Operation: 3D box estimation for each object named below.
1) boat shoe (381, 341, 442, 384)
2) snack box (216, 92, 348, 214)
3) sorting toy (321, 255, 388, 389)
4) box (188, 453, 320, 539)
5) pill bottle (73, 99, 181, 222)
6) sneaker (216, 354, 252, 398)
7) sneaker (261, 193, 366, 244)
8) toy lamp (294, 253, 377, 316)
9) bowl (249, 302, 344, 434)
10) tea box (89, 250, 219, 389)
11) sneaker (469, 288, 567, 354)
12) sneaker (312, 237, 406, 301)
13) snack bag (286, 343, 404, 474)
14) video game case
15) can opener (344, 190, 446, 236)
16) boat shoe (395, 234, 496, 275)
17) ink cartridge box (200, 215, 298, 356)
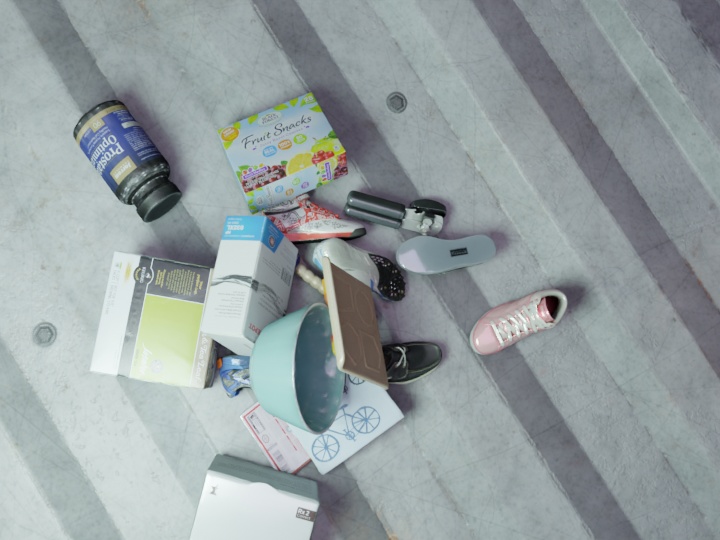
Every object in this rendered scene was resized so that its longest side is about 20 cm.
[{"bbox_3d":[0.062,0.168,1.291,0.194,0.068,0.074,-6,71,-14],"label":"boat shoe"},{"bbox_3d":[-0.143,-0.217,1.293,0.196,0.068,0.171,-22,58,-10],"label":"snack box"},{"bbox_3d":[-0.013,0.093,1.175,0.036,0.200,0.190,-18,64,17],"label":"sorting toy"},{"bbox_3d":[-0.185,0.443,1.187,0.194,0.131,0.206,16,86,-4],"label":"box"},{"bbox_3d":[-0.413,-0.192,1.265,0.111,0.112,0.202,-38,87,-10],"label":"pill bottle"},{"bbox_3d":[-0.158,0.185,1.264,0.194,0.075,0.081,-6,83,4],"label":"sneaker"},{"bbox_3d":[-0.088,-0.108,1.315,0.195,0.067,0.111,-4,85,-5],"label":"sneaker"},{"bbox_3d":[-0.056,0.039,1.305,0.198,0.058,0.059,38,80,-1],"label":"toy lamp"},{"bbox_3d":[-0.107,0.156,1.134,0.102,0.200,0.207,-2,81,22],"label":"bowl"},{"bbox_3d":[-0.339,0.090,1.224,0.191,0.134,0.206,11,81,-4],"label":"tea box"},{"bbox_3d":[0.299,0.091,1.316,0.196,0.105,0.077,-27,88,-9],"label":"sneaker"},{"bbox_3d":[0.000,0.000,1.311,0.197,0.072,0.073,28,68,-21],"label":"sneaker"},{"bbox_3d":[-0.050,0.235,1.243,0.187,0.021,0.202,-35,101,5],"label":"snack bag"},{"bbox_3d":[-0.102,0.263,1.287,0.198,0.017,0.144,-36,87,-10],"label":"video game case"},{"bbox_3d":[0.067,-0.112,1.350,0.194,0.053,0.068,11,47,-7],"label":"can opener"},{"bbox_3d":[0.156,-0.030,1.334,0.194,0.068,0.076,-11,79,-15],"label":"boat shoe"},{"bbox_3d":[-0.183,0.030,1.194,0.081,0.145,0.206,3,70,19],"label":"ink cartridge box"}]
